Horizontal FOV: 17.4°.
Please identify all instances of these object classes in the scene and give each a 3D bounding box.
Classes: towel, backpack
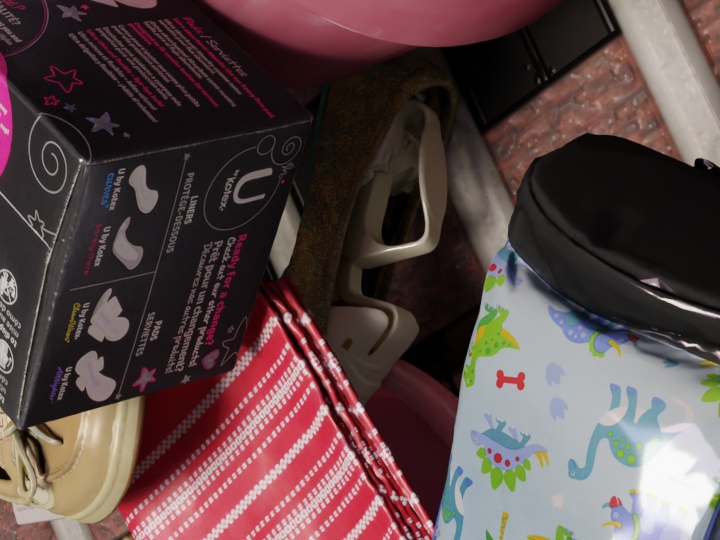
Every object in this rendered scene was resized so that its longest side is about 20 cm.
[{"bbox_3d":[-0.031,0.119,0.970,0.145,0.022,0.201,-44,68,35],"label":"towel"},{"bbox_3d":[0.102,0.079,0.843,0.163,0.153,0.201,29,131,32],"label":"backpack"}]

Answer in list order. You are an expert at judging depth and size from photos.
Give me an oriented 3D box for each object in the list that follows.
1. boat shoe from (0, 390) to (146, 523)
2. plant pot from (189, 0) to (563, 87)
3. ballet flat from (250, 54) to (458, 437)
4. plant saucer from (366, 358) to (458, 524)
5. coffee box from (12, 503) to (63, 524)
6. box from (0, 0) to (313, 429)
[{"bbox_3d":[-0.146,0.069,1.015,0.200,0.062,0.074,-18,62,62],"label":"boat shoe"},{"bbox_3d":[-0.002,-0.166,0.940,0.179,0.199,0.201,-37,73,60],"label":"plant pot"},{"bbox_3d":[0.000,0.000,1.015,0.070,0.070,0.202,2,74,45],"label":"ballet flat"},{"bbox_3d":[0.014,0.132,1.081,0.200,0.051,0.202,12,107,43],"label":"plant saucer"},{"bbox_3d":[-0.126,0.011,1.148,0.080,0.113,0.202,-13,91,45],"label":"coffee box"},{"bbox_3d":[-0.131,-0.056,0.943,0.200,0.114,0.133,44,131,33],"label":"box"}]
